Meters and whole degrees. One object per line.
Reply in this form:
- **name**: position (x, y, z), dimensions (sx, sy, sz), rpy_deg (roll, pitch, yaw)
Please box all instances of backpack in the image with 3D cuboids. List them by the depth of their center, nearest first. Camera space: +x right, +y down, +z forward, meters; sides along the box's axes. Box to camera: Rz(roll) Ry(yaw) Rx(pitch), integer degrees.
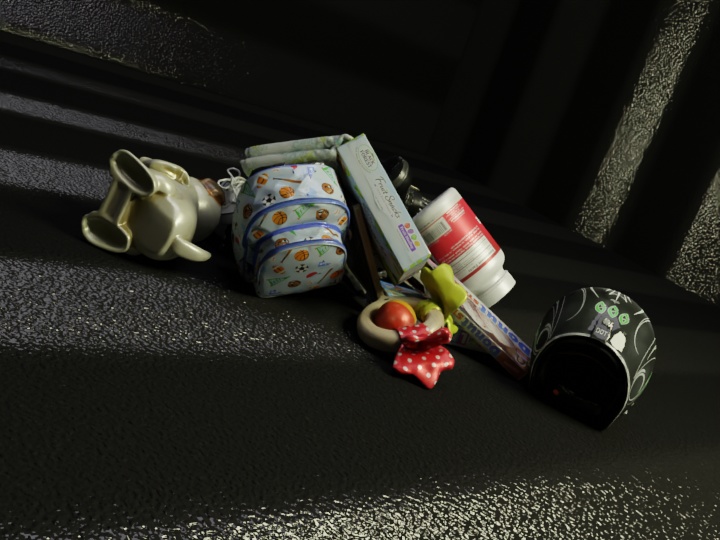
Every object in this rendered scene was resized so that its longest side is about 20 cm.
- **backpack**: position (-0.100, -0.062, 1.102), dimensions (0.197, 0.192, 0.156), rpy_deg (-15, 55, -18)

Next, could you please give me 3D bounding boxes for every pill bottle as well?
- **pill bottle**: position (0.178, -0.033, 1.330), dimensions (0.201, 0.112, 0.112), rpy_deg (52, 16, -2)

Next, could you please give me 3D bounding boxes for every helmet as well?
- **helmet**: position (0.357, 0.125, 1.170), dimensions (0.198, 0.203, 0.190), rpy_deg (26, 33, 18)

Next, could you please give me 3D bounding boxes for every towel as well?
- **towel**: position (-0.085, -0.160, 1.285), dimensions (0.196, 0.049, 0.171), rpy_deg (-5, -21, 12)

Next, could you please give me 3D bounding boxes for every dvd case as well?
- **dvd case**: position (-0.012, -0.051, 1.210), dimensions (0.016, 0.202, 0.149), rpy_deg (-24, 36, -10)

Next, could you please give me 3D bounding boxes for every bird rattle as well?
- **bird rattle**: position (0.072, 0.087, 1.101), dimensions (0.160, 0.114, 0.201), rpy_deg (4, 35, 24)

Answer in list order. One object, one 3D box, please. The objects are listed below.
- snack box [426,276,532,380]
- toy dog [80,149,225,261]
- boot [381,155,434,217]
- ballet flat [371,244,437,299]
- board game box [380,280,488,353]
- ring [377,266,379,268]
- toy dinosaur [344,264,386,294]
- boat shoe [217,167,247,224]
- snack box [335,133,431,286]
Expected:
- **snack box**: position (0.192, 0.084, 1.213), dimensions (0.200, 0.024, 0.072), rpy_deg (43, 31, 2)
- **toy dog**: position (-0.277, -0.092, 1.129), dimensions (0.191, 0.142, 0.200), rpy_deg (24, 13, 9)
- **boot**: position (0.089, -0.136, 1.439), dimensions (0.157, 0.080, 0.211), rpy_deg (37, -5, -14)
- **ballet flat**: position (0.084, -0.004, 1.244), dimensions (0.199, 0.069, 0.071), rpy_deg (36, 11, -33)
- **board game box**: position (0.128, 0.079, 1.278), dimensions (0.197, 0.035, 0.135), rpy_deg (16, 16, -20)
- **ring**: position (0.024, -0.056, 1.513), dimensions (0.196, 0.020, 0.202), rpy_deg (3, 31, -2)
- **toy dinosaur**: position (0.000, 0.000, 1.362), dimensions (0.087, 0.048, 0.200), rpy_deg (-2, 27, -23)
- **boat shoe**: position (-0.208, -0.124, 1.249), dimensions (0.074, 0.088, 0.200), rpy_deg (-18, 13, -41)
- **snack box**: position (0.029, -0.085, 1.135), dimensions (0.202, 0.052, 0.142), rpy_deg (61, -8, 7)
